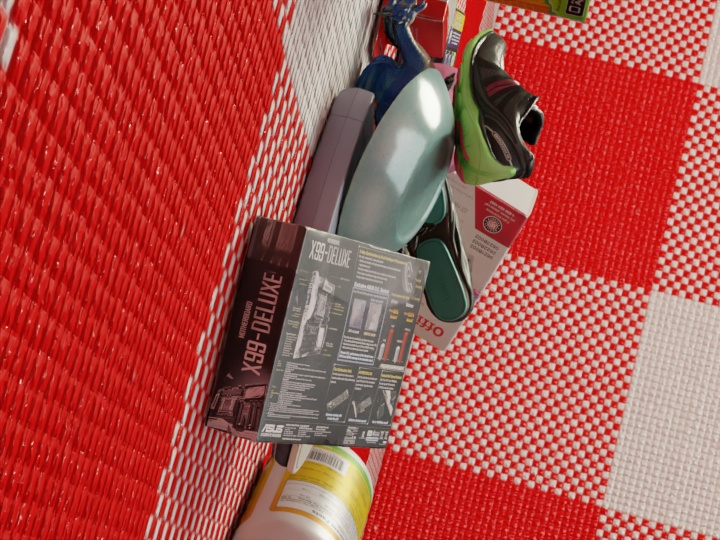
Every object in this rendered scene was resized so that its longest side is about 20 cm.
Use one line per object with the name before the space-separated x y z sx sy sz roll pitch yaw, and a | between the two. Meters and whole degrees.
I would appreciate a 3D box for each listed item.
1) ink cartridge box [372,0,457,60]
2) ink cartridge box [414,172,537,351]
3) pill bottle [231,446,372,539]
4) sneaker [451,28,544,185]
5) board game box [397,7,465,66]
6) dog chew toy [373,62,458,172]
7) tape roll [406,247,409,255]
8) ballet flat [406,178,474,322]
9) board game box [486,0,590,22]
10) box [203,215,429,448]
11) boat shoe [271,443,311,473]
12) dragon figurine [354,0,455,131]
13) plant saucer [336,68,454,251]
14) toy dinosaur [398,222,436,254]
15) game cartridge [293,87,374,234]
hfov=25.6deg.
ink cartridge box | 0.068 -0.296 1.608 0.116 0.066 0.202 71 34 -80
ink cartridge box | 0.098 -0.035 1.905 0.201 0.144 0.145 -60 179 20
pill bottle | -0.059 0.249 1.448 0.200 0.110 0.112 -66 168 -61
sneaker | 0.130 -0.150 1.497 0.077 0.083 0.201 101 -7 -47
board game box | 0.077 -0.239 1.906 0.200 0.056 0.167 -40 141 -81
dog chew toy | 0.066 -0.155 1.710 0.200 0.123 0.126 -42 146 -67
tape roll | 0.016 -0.002 1.746 0.203 0.037 0.205 -161 -90 -82
ballet flat | 0.073 -0.045 1.638 0.068 0.067 0.202 -45 123 -68
board game box | 0.123 -0.361 1.315 0.201 0.198 0.201 -71 172 -48
box | -0.027 0.053 1.210 0.199 0.049 0.160 12 91 -60
boat shoe | -0.056 0.070 1.306 0.075 0.061 0.202 -59 159 -64
dragon figurine | 0.025 -0.171 1.519 0.201 0.099 0.059 -58 -177 18
plant saucer | 0.043 -0.082 1.432 0.202 0.038 0.202 -56 162 -29
toy dinosaur | 0.000 0.000 1.586 0.200 0.101 0.137 39 -56 47
game cartridge | -0.028 -0.056 1.408 0.134 0.040 0.202 101 5 -63
